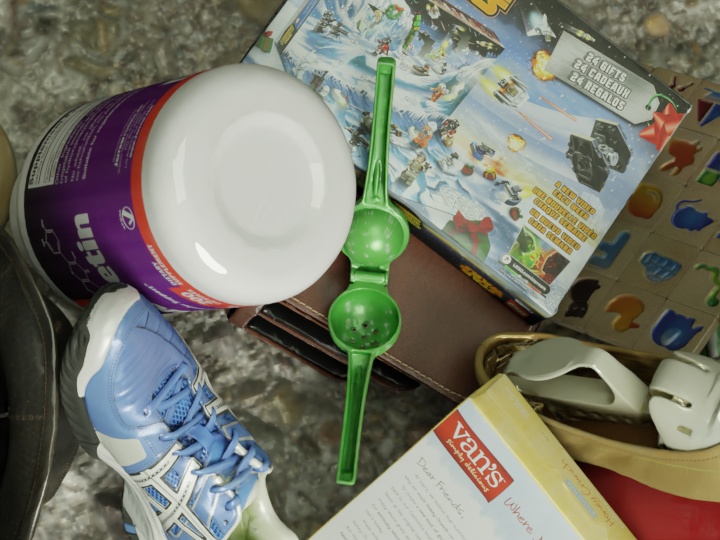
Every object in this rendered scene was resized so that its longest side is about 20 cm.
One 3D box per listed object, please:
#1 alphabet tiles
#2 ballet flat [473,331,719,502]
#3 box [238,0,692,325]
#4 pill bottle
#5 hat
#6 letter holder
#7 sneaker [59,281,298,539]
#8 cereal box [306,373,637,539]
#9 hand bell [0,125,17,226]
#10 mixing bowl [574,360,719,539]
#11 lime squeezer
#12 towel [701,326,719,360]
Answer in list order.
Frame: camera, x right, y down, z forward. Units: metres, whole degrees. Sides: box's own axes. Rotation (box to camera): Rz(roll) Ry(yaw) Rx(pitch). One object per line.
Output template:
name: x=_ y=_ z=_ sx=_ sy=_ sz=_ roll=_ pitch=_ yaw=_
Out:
alphabet tiles: x=0.163 y=-0.031 z=1.263 sx=0.199 sy=0.008 sz=0.168 roll=21 pitch=65 yaw=41
ballet flat: x=0.134 y=0.065 z=1.131 sx=0.063 sy=0.199 sz=0.069 roll=54 pitch=54 yaw=-38
box: x=0.050 y=-0.087 z=1.209 sx=0.200 sy=0.040 sz=0.137 roll=38 pitch=75 yaw=-5
pill bottle: x=-0.096 y=-0.035 z=1.183 sx=0.112 sy=0.199 sz=0.114 roll=3 pitch=84 yaw=-33
hat: x=-0.185 y=0.069 z=1.196 sx=0.081 sy=0.200 sz=0.202 roll=2 pitch=74 yaw=-48
letter holder: x=0.042 y=-0.034 z=1.269 sx=0.141 sy=0.101 sz=0.201 roll=29 pitch=74 yaw=-5
sneaker: x=-0.083 y=0.079 z=1.157 sx=0.077 sy=0.201 sz=0.076 roll=12 pitch=56 yaw=29
cereal box: x=0.047 y=0.163 z=1.182 sx=0.144 sy=0.200 sz=0.039 roll=51 pitch=36 yaw=6
hand bell: x=-0.215 y=-0.069 z=1.175 sx=0.103 sy=0.200 sz=0.105 roll=2 pitch=78 yaw=-10
mixing bowl: x=0.160 y=0.137 z=1.222 sx=0.107 sy=0.200 sz=0.202 roll=1 pitch=76 yaw=16
lime squeezer: x=0.000 y=0.000 z=1.161 sx=0.037 sy=0.071 sz=0.202 roll=6 pitch=89 yaw=18
towel: x=0.280 y=-0.023 z=1.350 sx=0.198 sy=0.023 sz=0.154 roll=-3 pitch=78 yaw=-11
